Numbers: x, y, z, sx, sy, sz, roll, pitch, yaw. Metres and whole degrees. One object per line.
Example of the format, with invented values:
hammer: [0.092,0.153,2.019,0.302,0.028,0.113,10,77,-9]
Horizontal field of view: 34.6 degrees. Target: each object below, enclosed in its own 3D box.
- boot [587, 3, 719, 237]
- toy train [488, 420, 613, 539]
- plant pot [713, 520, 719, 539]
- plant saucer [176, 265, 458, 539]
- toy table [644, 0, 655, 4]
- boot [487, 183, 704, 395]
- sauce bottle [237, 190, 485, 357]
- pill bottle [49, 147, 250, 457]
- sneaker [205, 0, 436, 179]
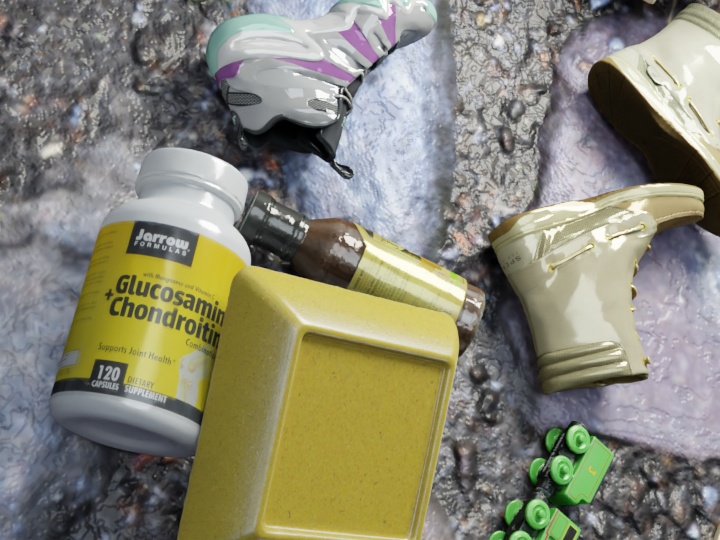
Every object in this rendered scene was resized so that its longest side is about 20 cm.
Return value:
boot: [0.320,-0.141,1.053,0.154,0.072,0.201,-33,80,-27]
toy train: [0.135,0.206,0.889,0.056,0.042,0.201,41,64,-14]
plant pot: [0.404,0.251,0.900,0.174,0.199,0.201,46,63,-18]
plant saucer: [-0.012,0.115,0.798,0.199,0.048,0.202,14,86,-36]
toy table: [0.312,-0.343,1.077,0.200,0.117,0.184,39,54,11]
boot: [0.218,0.015,0.963,0.198,0.073,0.157,-12,76,-21]
sauce bottle: [0.000,0.000,0.896,0.199,0.065,0.065,27,65,-10]
pill bottle: [-0.140,0.021,0.814,0.111,0.112,0.202,16,68,-13]
sneaker: [-0.016,-0.143,0.939,0.198,0.078,0.141,-15,79,-13]
